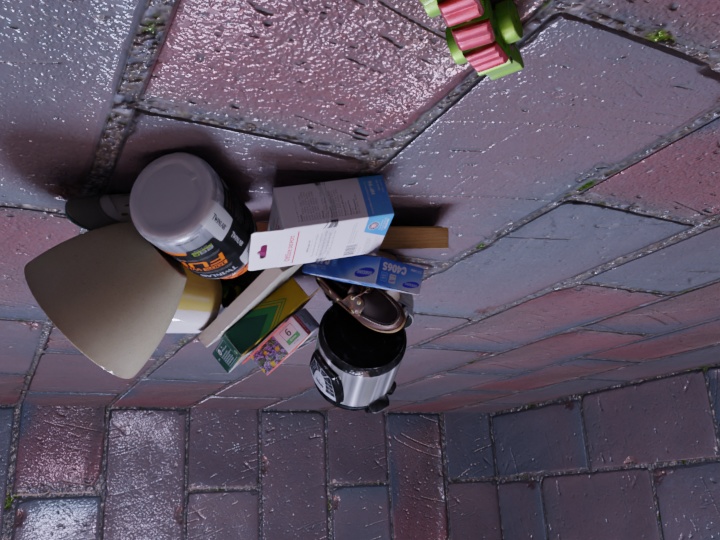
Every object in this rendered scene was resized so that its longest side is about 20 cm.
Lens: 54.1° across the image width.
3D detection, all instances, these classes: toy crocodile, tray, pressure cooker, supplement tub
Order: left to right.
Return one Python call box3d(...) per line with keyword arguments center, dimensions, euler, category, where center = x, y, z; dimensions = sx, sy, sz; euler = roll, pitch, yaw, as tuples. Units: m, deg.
box3d(center=(-0.214, -0.063, 0.955), dimensions=(0.120, 0.125, 0.200), euler=(-6, 161, 11), category="supplement tub")
box3d(center=(-0.006, 0.172, 1.366), dimensions=(0.175, 0.178, 0.201), euler=(13, 142, -1), category="pressure cooker")
box3d(center=(0.033, -0.052, 1.123), dimensions=(0.196, 0.038, 0.099), euler=(0, -177, -8), category="tray")
box3d(center=(0.100, -0.222, 0.628), dimensions=(0.066, 0.063, 0.199), euler=(-11, 160, 25), category="toy crocodile")

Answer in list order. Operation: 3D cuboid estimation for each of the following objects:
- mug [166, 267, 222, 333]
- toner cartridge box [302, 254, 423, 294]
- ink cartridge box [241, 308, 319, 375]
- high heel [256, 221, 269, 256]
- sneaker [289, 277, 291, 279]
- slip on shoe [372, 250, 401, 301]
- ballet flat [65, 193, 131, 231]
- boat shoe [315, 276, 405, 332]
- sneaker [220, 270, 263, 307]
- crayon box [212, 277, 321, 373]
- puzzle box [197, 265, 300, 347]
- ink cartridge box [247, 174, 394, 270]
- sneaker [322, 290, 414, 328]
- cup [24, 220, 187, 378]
box3d(center=(-0.308, 0.034, 1.174), dimensions=(0.151, 0.152, 0.186), euler=(13, 155, -30), category="mug")
box3d(center=(0.000, 0.000, 1.126), dimensions=(0.094, 0.044, 0.199), euler=(13, 177, -37), category="toner cartridge box")
box3d(center=(-0.140, 0.132, 1.281), dimensions=(0.109, 0.050, 0.200), euler=(-44, 179, 6), category="ink cartridge box")
box3d(center=(-0.159, -0.064, 1.085), dimensions=(0.198, 0.068, 0.097), euler=(-27, 122, 19), category="high heel")
box3d(center=(-0.222, 0.042, 1.349), dimensions=(0.197, 0.072, 0.073), euler=(2, 161, -24), category="sneaker")
box3d(center=(0.034, -0.009, 1.269), dimensions=(0.075, 0.061, 0.201), euler=(25, 162, 36), category="slip on shoe")
box3d(center=(-0.322, -0.080, 1.012), dimensions=(0.064, 0.068, 0.199), euler=(-42, 146, 20), category="ballet flat")
box3d(center=(-0.008, 0.043, 1.264), dimensions=(0.198, 0.071, 0.070), euler=(29, 168, 27), category="boat shoe")
box3d(center=(-0.196, -0.011, 1.226), dimensions=(0.085, 0.079, 0.200), euler=(-34, 175, -37), category="sneaker")
box3d(center=(-0.172, 0.090, 1.285), dimensions=(0.200, 0.052, 0.126), euler=(-41, 177, -31), category="crayon box")
box3d(center=(-0.181, 0.044, 1.207), dimensions=(0.200, 0.025, 0.133), euler=(-43, 179, 18), category="puzzle box")
box3d(center=(-0.064, -0.066, 0.988), dimensions=(0.196, 0.069, 0.116), euler=(-9, 156, -17), category="ink cartridge box")
box3d(center=(0.017, 0.049, 1.415), dimensions=(0.197, 0.082, 0.075), euler=(21, 142, -9), category="sneaker")
box3d(center=(-0.317, 0.018, 0.939), dimensions=(0.143, 0.201, 0.201), euler=(-42, 160, -3), category="cup")
